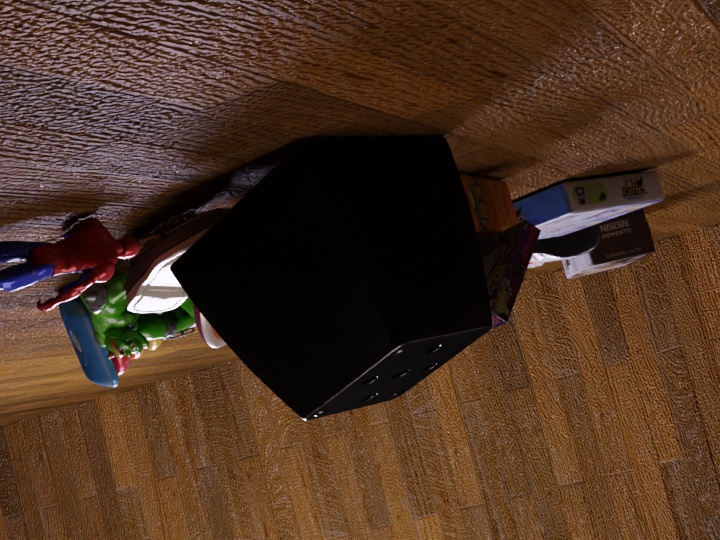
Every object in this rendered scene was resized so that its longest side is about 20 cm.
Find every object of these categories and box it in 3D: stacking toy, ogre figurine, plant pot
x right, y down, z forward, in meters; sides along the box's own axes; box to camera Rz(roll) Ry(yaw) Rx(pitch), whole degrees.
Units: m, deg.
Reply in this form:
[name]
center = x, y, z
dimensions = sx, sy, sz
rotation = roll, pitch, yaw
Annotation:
[stacking toy]
center = -0.239, 0.044, 1.657
dimensions = 0.200, 0.110, 0.116
rotation = -24, -165, -21
[ogre figurine]
center = -0.232, 0.035, 1.521
dimensions = 0.120, 0.098, 0.200
rotation = -20, 180, -13
[plant pot]
center = -0.006, 0.014, 1.227
dimensions = 0.200, 0.178, 0.199
rotation = -6, 152, -50

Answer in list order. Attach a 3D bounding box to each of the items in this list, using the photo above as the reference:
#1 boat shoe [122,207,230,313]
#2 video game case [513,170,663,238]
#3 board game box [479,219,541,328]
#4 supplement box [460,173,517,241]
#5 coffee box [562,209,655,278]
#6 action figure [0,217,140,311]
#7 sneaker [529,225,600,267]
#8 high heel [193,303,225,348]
[boat shoe]
center = -0.168, -0.019, 1.327
dimensions = 0.072, 0.060, 0.200
rotation = 3, 158, -29
[video game case]
center = 0.271, -0.080, 1.914
dimensions = 0.181, 0.046, 0.200
rotation = -8, 172, -38
[board game box]
center = 0.118, 0.024, 1.583
dimensions = 0.032, 0.120, 0.200
rotation = 27, 155, -19
[supplement box]
center = 0.111, -0.064, 1.567
dimensions = 0.069, 0.067, 0.200
rotation = -17, 174, 24
[coffee box]
center = 0.419, -0.045, 2.454
dimensions = 0.114, 0.080, 0.200
rotation = -14, 175, -6
[action figure]
center = -0.287, 0.001, 1.211
dimensions = 0.200, 0.065, 0.099
rotation = -10, 165, -30
[sneaker]
center = 0.295, -0.045, 2.225
dimensions = 0.201, 0.067, 0.108
rotation = -14, 176, 32
[high heel]
center = -0.143, 0.030, 1.461
dimensions = 0.067, 0.096, 0.200
rotation = -41, 156, 3
